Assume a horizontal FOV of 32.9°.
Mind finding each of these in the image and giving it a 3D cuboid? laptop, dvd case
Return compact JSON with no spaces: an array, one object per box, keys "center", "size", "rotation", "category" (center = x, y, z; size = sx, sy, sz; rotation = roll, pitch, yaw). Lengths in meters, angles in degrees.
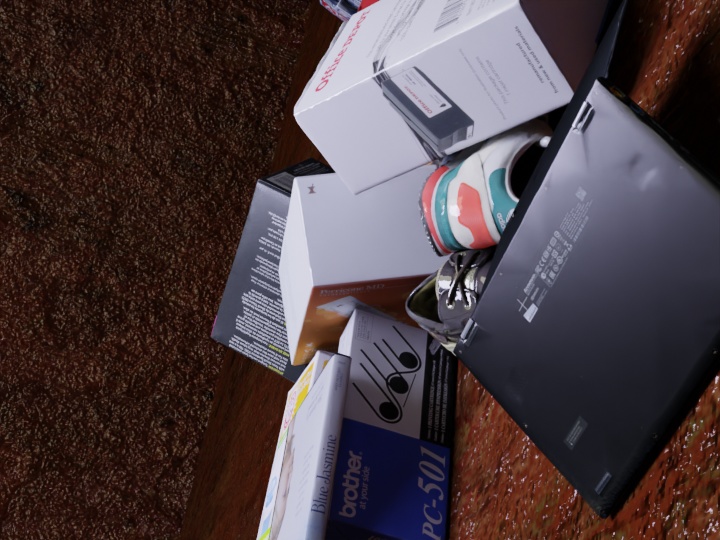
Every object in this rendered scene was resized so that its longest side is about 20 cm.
[{"center":[0.139,-0.015,0.663],"size":[0.200,0.115,0.189],"rotation":[48,133,29],"category":"laptop"},{"center":[-0.047,0.181,0.926],"size":[0.143,0.017,0.203],"rotation":[122,160,-55],"category":"dvd case"}]

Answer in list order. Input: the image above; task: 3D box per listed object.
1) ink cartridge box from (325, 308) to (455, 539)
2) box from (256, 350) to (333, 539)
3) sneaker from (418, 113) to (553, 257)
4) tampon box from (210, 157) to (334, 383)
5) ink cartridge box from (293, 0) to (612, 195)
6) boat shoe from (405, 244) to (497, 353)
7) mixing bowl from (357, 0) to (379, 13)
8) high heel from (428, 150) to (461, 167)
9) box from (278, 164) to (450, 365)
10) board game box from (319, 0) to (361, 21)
[{"center":[0.022,0.130,0.955],"size":[0.044,0.093,0.202],"rotation":[118,166,-46],"category":"ink cartridge box"},{"center":[-0.024,0.192,1.082],"size":[0.113,0.100,0.203],"rotation":[126,158,-60],"category":"box"},{"center":[0.119,-0.083,0.872],"size":[0.092,0.071,0.200],"rotation":[-3,36,36],"category":"sneaker"},{"center":[-0.063,-0.002,1.404],"size":[0.150,0.125,0.202],"rotation":[-32,-34,-64],"category":"tampon box"},{"center":[0.066,-0.155,0.870],"size":[0.198,0.085,0.145],"rotation":[-20,30,36],"category":"ink cartridge box"},{"center":[0.083,0.019,0.878],"size":[0.200,0.064,0.074],"rotation":[134,154,-66],"category":"boat shoe"},{"center":[0.066,-0.211,1.041],"size":[0.200,0.108,0.202],"rotation":[-39,32,30],"category":"mixing bowl"},{"center":[0.068,-0.091,1.135],"size":[0.200,0.070,0.145],"rotation":[-178,103,-77],"category":"high heel"},{"center":[0.000,0.000,1.063],"size":[0.200,0.122,0.099],"rotation":[108,154,-66],"category":"box"},{"center":[0.024,-0.310,1.475],"size":[0.062,0.199,0.200],"rotation":[-56,-5,-4],"category":"board game box"}]
